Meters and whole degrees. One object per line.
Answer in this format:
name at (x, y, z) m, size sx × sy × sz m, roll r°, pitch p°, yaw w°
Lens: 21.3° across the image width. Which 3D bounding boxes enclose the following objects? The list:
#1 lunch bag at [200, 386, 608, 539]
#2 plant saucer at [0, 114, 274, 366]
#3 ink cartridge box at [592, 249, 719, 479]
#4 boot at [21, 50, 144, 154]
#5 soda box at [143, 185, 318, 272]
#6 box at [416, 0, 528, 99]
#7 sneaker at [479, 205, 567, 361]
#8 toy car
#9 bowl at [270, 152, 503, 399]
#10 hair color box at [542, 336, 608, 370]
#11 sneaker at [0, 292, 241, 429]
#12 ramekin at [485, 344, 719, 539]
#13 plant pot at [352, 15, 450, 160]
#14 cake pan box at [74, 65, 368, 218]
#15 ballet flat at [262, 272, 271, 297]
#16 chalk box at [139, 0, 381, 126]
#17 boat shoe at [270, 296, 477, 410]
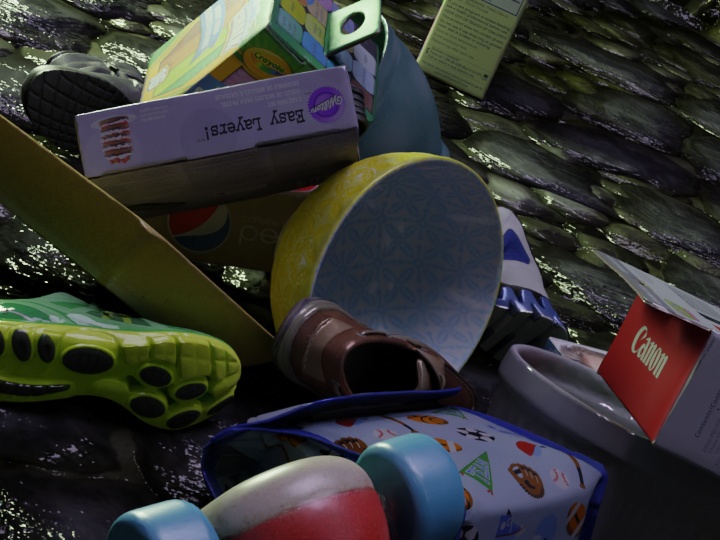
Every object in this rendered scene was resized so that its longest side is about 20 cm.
lunch bag at (0.023, 0.137, 1.178) m, size 0.199 × 0.125 × 0.169 m, roll 21°, pitch 14°, yaw 37°
plant saucer at (-0.166, -0.011, 1.313) m, size 0.200 × 0.049 × 0.200 m, roll 34°, pitch -8°, yaw 38°
ink cartridge box at (0.226, 0.072, 1.252) m, size 0.175 × 0.084 × 0.200 m, roll 26°, pitch 7°, yaw -6°
boot at (-0.242, -0.152, 1.667) m, size 0.131 × 0.070 × 0.199 m, roll 38°, pitch 12°, yaw 38°
soda box at (-0.089, -0.043, 1.491) m, size 0.198 × 0.068 × 0.064 m, roll 9°, pitch 21°, yaw -2°
box at (0.156, -0.338, 2.377) m, size 0.096 × 0.201 × 0.176 m, roll 25°, pitch 21°, yaw 0°
sneaker at (0.084, -0.006, 1.587) m, size 0.199 × 0.080 × 0.116 m, roll 30°, pitch 36°, yaw -33°
toy car at (-0.028, 0.209, 0.947) m, size 0.183 × 0.177 × 0.201 m, roll -10°, pitch 68°, yaw -38°
bowl at (0.000, 0.000, 1.403) m, size 0.199 × 0.202 × 0.107 m, roll 3°, pitch 14°, yaw -46°
hair color box at (0.239, 0.122, 1.544) m, size 0.199 × 0.061 × 0.100 m, roll 14°, pitch 23°, yaw -27°
sneaker at (-0.166, 0.047, 1.234) m, size 0.199 × 0.074 × 0.084 m, roll 13°, pitch 27°, yaw -30°
ramekin at (0.167, 0.142, 1.301) m, size 0.199 × 0.106 × 0.200 m, roll 26°, pitch 7°, yaw -3°
plant pot at (-0.007, -0.105, 1.664) m, size 0.134 × 0.200 × 0.201 m, roll 42°, pitch 12°, yaw -27°
cake pan box at (-0.091, -0.087, 1.357) m, size 0.198 × 0.053 × 0.184 m, roll -11°, pitch -6°, yaw 1°
ballet flat at (-0.007, 0.007, 1.575) m, size 0.066 × 0.057 × 0.199 m, roll 40°, pitch 31°, yaw 29°
chalk box at (-0.066, -0.158, 1.531) m, size 0.124 × 0.200 × 0.125 m, roll 41°, pitch 28°, yaw -24°
boat shoe at (0.022, 0.081, 1.327) m, size 0.072 × 0.076 × 0.199 m, roll 24°, pitch 1°, yaw 43°
